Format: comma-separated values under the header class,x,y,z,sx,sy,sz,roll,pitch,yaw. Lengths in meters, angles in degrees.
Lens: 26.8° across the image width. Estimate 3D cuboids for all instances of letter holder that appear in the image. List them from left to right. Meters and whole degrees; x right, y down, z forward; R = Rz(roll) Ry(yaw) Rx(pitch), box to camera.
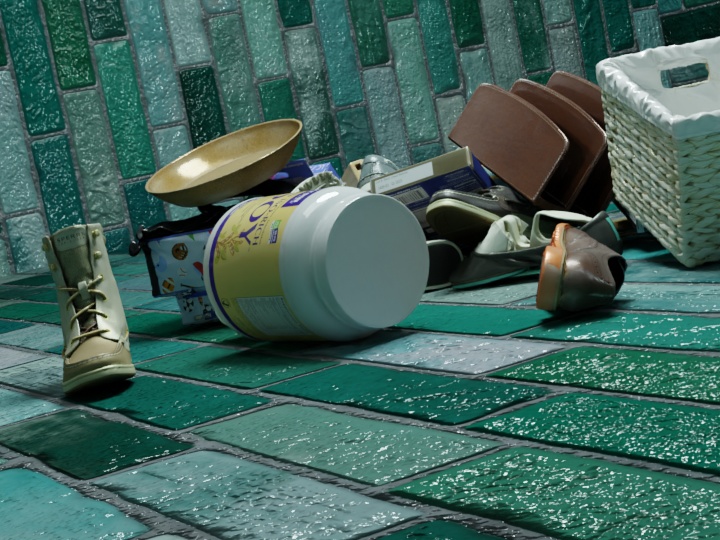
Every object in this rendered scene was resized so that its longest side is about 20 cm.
class,x,y,z,sx,sy,sz,roll,pitch,yaw
letter holder,0.215,-0.159,1.724,0.100,0.143,0.200,21,15,-35

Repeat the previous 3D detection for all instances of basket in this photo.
class,x,y,z,sx,sy,sz,roll,pitch,yaw
basket,0.360,-0.127,1.499,0.197,0.161,0.200,-12,28,-10

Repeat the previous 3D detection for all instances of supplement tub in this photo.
class,x,y,z,sx,sy,sz,roll,pitch,yaw
supplement tub,-0.044,-0.005,1.450,0.145,0.146,0.200,-16,7,-37

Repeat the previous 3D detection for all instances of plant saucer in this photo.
class,x,y,z,sx,sy,sz,roll,pitch,yaw
plant saucer,-0.155,-0.121,1.782,0.199,0.036,0.200,-20,18,7

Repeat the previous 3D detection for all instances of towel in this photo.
class,x,y,z,sx,sy,sz,roll,pitch,yaw
towel,0.342,-0.054,1.788,0.146,0.022,0.200,-15,6,-31

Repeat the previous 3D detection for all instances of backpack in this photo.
class,x,y,z,sx,sy,sz,roll,pitch,yaw
backpack,-0.140,-0.021,1.776,0.190,0.155,0.200,-18,9,27

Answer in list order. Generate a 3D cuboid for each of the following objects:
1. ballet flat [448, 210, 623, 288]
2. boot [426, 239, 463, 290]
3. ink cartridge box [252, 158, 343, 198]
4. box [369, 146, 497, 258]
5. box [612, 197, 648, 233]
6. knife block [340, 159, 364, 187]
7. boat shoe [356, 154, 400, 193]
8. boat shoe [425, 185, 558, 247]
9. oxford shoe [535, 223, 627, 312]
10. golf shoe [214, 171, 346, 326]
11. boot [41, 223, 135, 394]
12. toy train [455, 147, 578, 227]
class,x,y,z,sx,sy,sz,roll,pitch,yaw
ballet flat,0.182,-0.027,1.603,0.199,0.069,0.068,-9,8,27
boot,0.000,0.000,1.711,0.199,0.073,0.144,-5,3,-19
ink cartridge box,-0.054,-0.066,1.859,0.119,0.200,0.042,-6,43,40
box,0.106,-0.068,1.751,0.121,0.033,0.200,-18,-32,18
box,0.371,-0.093,1.710,0.157,0.050,0.200,-7,13,3
knife block,-0.016,-0.057,1.943,0.175,0.064,0.200,-35,-17,17
boat shoe,0.069,-0.079,1.821,0.073,0.062,0.200,-30,-39,30
boat shoe,0.148,-0.061,1.679,0.073,0.065,0.200,-17,-26,41
oxford shoe,0.202,0.004,1.365,0.073,0.072,0.200,10,15,10
golf shoe,-0.091,-0.024,1.603,0.097,0.078,0.200,5,56,54
boot,-0.267,0.034,1.471,0.072,0.155,0.200,-12,6,-6
toy train,0.190,-0.103,1.872,0.199,0.086,0.114,5,24,3
